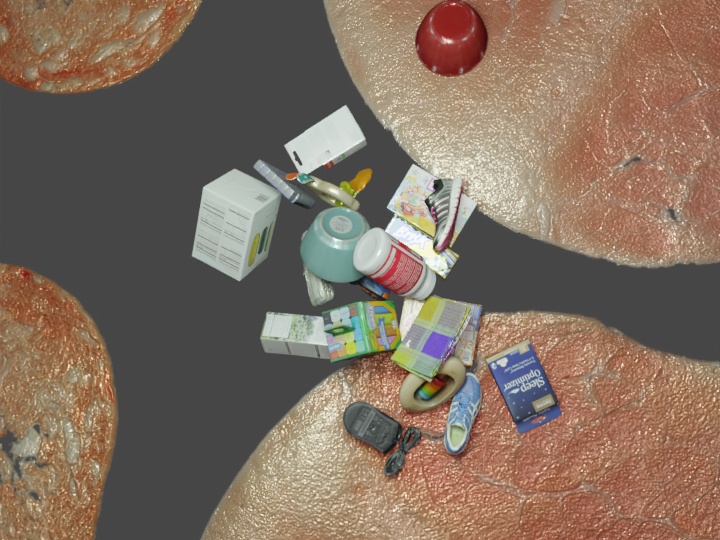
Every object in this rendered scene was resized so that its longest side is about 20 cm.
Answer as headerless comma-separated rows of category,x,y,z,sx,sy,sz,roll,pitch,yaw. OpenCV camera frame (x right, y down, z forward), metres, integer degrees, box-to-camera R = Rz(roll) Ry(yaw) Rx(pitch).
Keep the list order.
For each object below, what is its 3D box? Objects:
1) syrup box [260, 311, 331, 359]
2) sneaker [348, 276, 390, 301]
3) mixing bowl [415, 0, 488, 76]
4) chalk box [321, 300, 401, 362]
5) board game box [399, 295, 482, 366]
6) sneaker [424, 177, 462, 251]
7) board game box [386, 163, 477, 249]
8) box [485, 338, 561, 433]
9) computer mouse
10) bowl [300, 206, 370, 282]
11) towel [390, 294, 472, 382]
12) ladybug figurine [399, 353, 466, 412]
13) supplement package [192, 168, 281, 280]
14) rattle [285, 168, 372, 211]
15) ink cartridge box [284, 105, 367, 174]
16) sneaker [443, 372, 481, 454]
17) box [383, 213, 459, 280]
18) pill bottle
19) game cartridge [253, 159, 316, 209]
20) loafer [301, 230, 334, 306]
syrup box,-0.147,0.166,1.601,0.195,0.082,0.080,5,56,7
sneaker,0.000,0.000,1.628,0.198,0.075,0.079,32,75,4
mixing bowl,0.239,-0.627,1.651,0.196,0.108,0.205,-1,84,7
chalk box,-0.007,0.147,1.521,0.123,0.198,0.127,-18,80,33
board game box,0.197,0.146,1.588,0.196,0.046,0.155,11,85,9
sneaker,0.197,-0.145,1.574,0.086,0.074,0.204,11,73,13
board game box,0.185,-0.166,1.636,0.198,0.034,0.136,32,87,10
box,0.404,0.286,1.551,0.119,0.032,0.203,-25,81,3
computer mouse,0.040,0.404,1.577,0.199,0.053,0.140,37,86,-2
bowl,-0.050,-0.081,1.572,0.196,0.106,0.204,5,51,-7
towel,0.169,0.154,1.504,0.142,0.023,0.202,21,72,45
ladybug figurine,0.170,0.270,1.539,0.135,0.073,0.200,33,117,-28
supplement package,-0.312,-0.117,1.593,0.149,0.152,0.203,25,122,10
rattle,-0.074,-0.243,1.607,0.198,0.130,0.144,32,97,-19
ink cartridge box,-0.093,-0.338,1.687,0.198,0.050,0.110,-31,80,4
sneaker,0.253,0.352,1.539,0.074,0.077,0.204,11,83,10
box,0.152,-0.059,1.611,0.198,0.064,0.071,34,87,10
pill bottle,0.086,-0.009,1.511,0.198,0.112,0.114,31,86,-32
game cartridge,-0.188,-0.214,1.607,0.038,0.200,0.130,-45,80,8
loafer,-0.124,-0.006,1.638,0.069,0.069,0.204,-27,66,33
